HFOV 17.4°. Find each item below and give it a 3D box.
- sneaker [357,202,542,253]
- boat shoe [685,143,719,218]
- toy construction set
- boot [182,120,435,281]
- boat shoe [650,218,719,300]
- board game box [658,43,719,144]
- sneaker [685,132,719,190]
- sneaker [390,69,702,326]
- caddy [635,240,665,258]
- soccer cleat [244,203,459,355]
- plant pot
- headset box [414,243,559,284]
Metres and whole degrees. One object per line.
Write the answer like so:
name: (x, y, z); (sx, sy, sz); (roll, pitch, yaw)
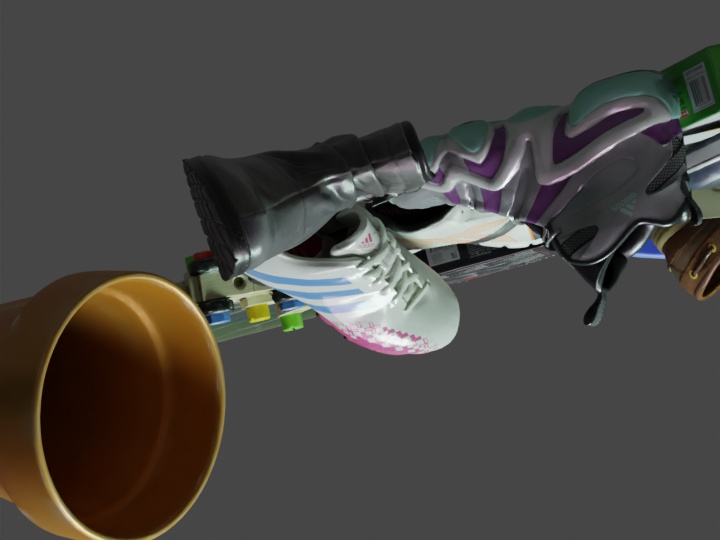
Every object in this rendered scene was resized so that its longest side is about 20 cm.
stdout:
sneaker: (0.080, -0.049, 1.575); (0.200, 0.074, 0.080); (-14, 174, -14)
boat shoe: (0.254, -0.075, 1.598); (0.201, 0.074, 0.063); (8, -162, 33)
toy construction set: (-0.095, 0.021, 1.865); (0.200, 0.092, 0.131); (-25, 180, -19)
boot: (-0.025, -0.050, 1.287); (0.132, 0.070, 0.200); (-18, -173, -1)
boat shoe: (0.293, -0.048, 1.671); (0.072, 0.068, 0.200); (-5, 153, -44)
board game box: (0.274, -0.123, 1.479); (0.200, 0.040, 0.153); (-14, 176, -21)
sneaker: (0.301, -0.036, 1.460); (0.202, 0.146, 0.077); (-13, 177, -13)
sneaker: (0.113, -0.030, 1.436); (0.200, 0.140, 0.078); (-18, 176, 30)
caddy: (0.261, -0.062, 1.818); (0.200, 0.105, 0.141); (-15, 177, 1)
soccer cleat: (0.000, 0.000, 1.504); (0.200, 0.070, 0.086); (24, 149, -32)
plant pot: (-0.234, 0.098, 1.761); (0.183, 0.200, 0.200); (2, -172, 39)
headset box: (0.068, -0.031, 1.766); (0.148, 0.075, 0.200); (-15, 176, 9)
